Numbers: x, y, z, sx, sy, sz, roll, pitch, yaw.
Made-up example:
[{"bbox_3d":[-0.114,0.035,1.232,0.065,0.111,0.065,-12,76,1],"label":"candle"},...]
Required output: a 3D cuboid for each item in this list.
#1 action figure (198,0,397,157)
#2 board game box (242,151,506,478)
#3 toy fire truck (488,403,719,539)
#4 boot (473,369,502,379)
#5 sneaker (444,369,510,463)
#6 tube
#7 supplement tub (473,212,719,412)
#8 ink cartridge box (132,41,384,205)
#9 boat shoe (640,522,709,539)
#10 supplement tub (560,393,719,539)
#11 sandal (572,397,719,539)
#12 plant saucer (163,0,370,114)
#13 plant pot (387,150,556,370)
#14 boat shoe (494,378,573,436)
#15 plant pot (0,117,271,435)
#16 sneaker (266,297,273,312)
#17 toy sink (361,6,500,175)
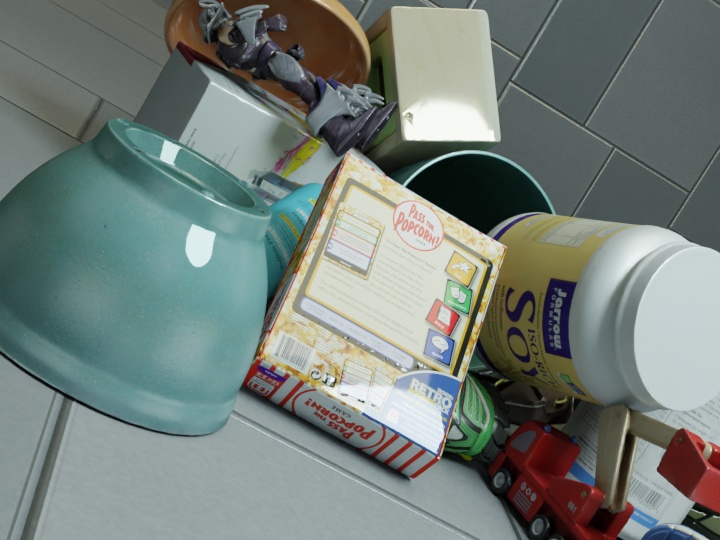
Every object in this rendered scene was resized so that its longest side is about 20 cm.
[{"bbox_3d":[-0.067,-0.181,1.182,0.199,0.070,0.130,38,6,10],"label":"action figure"},{"bbox_3d":[0.014,0.030,0.994,0.151,0.046,0.201,30,54,-10],"label":"board game box"},{"bbox_3d":[0.183,0.152,0.990,0.048,0.142,0.200,25,13,-30],"label":"toy fire truck"},{"bbox_3d":[0.118,0.057,1.467,0.181,0.073,0.200,27,5,-33],"label":"boot"},{"bbox_3d":[0.044,0.076,1.110,0.085,0.078,0.200,22,15,-39],"label":"sneaker"},{"bbox_3d":[-0.078,-0.014,1.070,0.078,0.050,0.200,58,34,-7],"label":"tube"},{"bbox_3d":[0.190,0.032,1.066,0.145,0.147,0.199,24,-7,-33],"label":"supplement tub"},{"bbox_3d":[-0.108,-0.092,1.258,0.199,0.145,0.145,27,11,-28],"label":"ink cartridge box"},{"bbox_3d":[0.315,0.262,1.052,0.199,0.073,0.072,36,10,22],"label":"boat shoe"},{"bbox_3d":[0.261,0.125,1.157,0.131,0.201,0.132,32,8,-5],"label":"supplement tub"},{"bbox_3d":[0.272,0.181,1.257,0.201,0.080,0.057,49,9,-2],"label":"sandal"},{"bbox_3d":[-0.086,-0.219,1.264,0.198,0.038,0.201,9,-28,5],"label":"plant saucer"},{"bbox_3d":[0.071,-0.014,1.297,0.199,0.202,0.161,27,-7,-24],"label":"plant pot"},{"bbox_3d":[0.152,0.119,1.222,0.071,0.060,0.200,13,1,26],"label":"boat shoe"},{"bbox_3d":[-0.137,-0.010,0.842,0.199,0.135,0.200,31,10,-6],"label":"plant pot"},{"bbox_3d":[0.000,0.000,1.139,0.198,0.076,0.115,-19,20,-18],"label":"sneaker"},{"bbox_3d":[0.044,-0.165,1.330,0.111,0.132,0.200,-2,-8,-20],"label":"toy sink"}]
